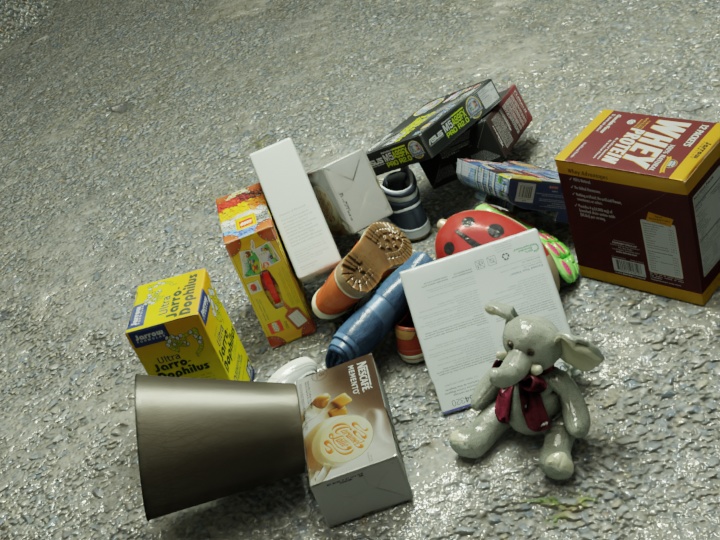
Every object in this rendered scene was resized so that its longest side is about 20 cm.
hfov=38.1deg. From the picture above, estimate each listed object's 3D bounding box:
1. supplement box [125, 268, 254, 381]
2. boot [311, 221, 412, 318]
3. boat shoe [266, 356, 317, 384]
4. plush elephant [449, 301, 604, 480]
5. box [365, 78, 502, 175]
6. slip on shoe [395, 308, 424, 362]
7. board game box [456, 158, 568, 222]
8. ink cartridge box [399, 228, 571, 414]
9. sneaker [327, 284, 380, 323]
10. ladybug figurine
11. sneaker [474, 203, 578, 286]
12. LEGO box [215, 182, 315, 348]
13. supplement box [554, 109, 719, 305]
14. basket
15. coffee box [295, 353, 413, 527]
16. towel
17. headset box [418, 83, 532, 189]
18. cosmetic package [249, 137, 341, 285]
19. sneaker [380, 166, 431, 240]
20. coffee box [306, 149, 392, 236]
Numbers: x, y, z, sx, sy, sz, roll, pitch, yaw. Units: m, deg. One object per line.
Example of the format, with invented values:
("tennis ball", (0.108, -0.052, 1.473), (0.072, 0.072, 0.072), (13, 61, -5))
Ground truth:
("supplement box", (-0.235, 0.117, 1.470), (0.109, 0.201, 0.109), (-15, 34, 9))
("boot", (0.000, 0.000, 1.522), (0.107, 0.075, 0.200), (-46, -4, 39))
("boat shoe", (-0.117, 0.200, 1.413), (0.068, 0.072, 0.200), (29, 54, 31))
("plush elephant", (0.202, 0.125, 1.247), (0.164, 0.155, 0.200), (14, 52, 40))
("box", (0.115, -0.233, 1.705), (0.200, 0.044, 0.160), (-41, 18, -33))
("slip on shoe", (0.118, 0.049, 1.499), (0.074, 0.062, 0.200), (13, 45, 42))
("board game box", (0.252, -0.126, 1.609), (0.199, 0.062, 0.200), (4, 14, -26))
("ink cartridge box", (0.172, 0.069, 1.388), (0.195, 0.202, 0.043), (-17, -10, 5))
("sneaker", (0.000, 0.007, 1.602), (0.078, 0.086, 0.200), (2, 40, 31))
("ladybug figurine", (0.186, -0.011, 1.457), (0.199, 0.072, 0.136), (33, 89, 14))
("sneaker", (0.240, -0.025, 1.541), (0.076, 0.084, 0.200), (8, 22, -47))
("LEGO box", (-0.145, -0.009, 1.598), (0.077, 0.201, 0.149), (-21, 32, 0))
("supplement box", (0.396, -0.090, 1.416), (0.196, 0.201, 0.133), (16, 48, 42))
("basket", (-0.174, 0.207, 1.303), (0.198, 0.136, 0.182), (-6, 75, -8))
("coffee box", (-0.011, 0.211, 1.324), (0.114, 0.080, 0.201), (-19, 34, 4))
("towel", (0.027, 0.060, 1.477), (0.048, 0.112, 0.200), (41, 70, 11))
("headset box", (0.198, -0.234, 1.783), (0.148, 0.075, 0.200), (-21, 17, 34))
("cosmetic package", (-0.094, -0.086, 1.570), (0.071, 0.201, 0.101), (-22, -8, 0))
("sneaker", (0.043, -0.132, 1.751), (0.070, 0.109, 0.200), (-32, 35, -18))
("coffee box", (-0.040, -0.119, 1.693), (0.079, 0.115, 0.200), (-28, 9, -20))
